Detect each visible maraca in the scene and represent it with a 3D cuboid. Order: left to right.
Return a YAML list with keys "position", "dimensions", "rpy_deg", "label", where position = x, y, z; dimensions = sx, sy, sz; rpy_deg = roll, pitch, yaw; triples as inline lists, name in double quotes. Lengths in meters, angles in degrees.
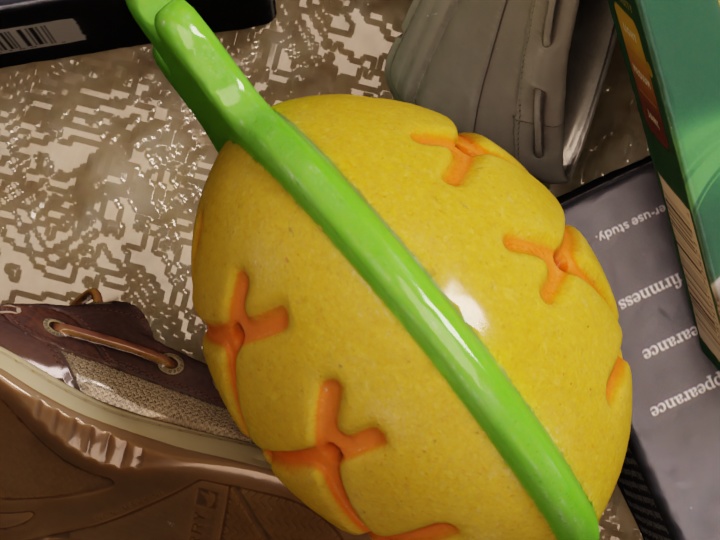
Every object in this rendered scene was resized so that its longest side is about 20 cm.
- position: [0.000, 0.000, 0.756]
  dimensions: [0.107, 0.137, 0.200]
  rpy_deg: [-37, 74, -8]
  label: "maraca"

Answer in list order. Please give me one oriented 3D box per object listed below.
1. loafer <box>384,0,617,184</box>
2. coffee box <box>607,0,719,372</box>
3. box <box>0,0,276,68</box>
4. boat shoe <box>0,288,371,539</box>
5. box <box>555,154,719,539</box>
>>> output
- position: [0.072, -0.109, 0.776]
  dimensions: [0.070, 0.200, 0.070]
  rpy_deg: [34, 43, 10]
  label: "loafer"
- position: [0.129, -0.072, 0.726]
  dimensions: [0.122, 0.044, 0.201]
  rpy_deg: [-17, 114, -2]
  label: "coffee box"
- position: [-0.139, -0.163, 0.829]
  dimensions: [0.199, 0.123, 0.200]
  rpy_deg: [-10, 87, -2]
  label: "box"
- position: [-0.084, 0.045, 0.820]
  dimensions: [0.199, 0.072, 0.072]
  rpy_deg: [16, 121, 2]
  label: "boat shoe"
- position: [0.151, 0.045, 0.836]
  dimensions: [0.147, 0.104, 0.201]
  rpy_deg: [-24, 89, -2]
  label: "box"
